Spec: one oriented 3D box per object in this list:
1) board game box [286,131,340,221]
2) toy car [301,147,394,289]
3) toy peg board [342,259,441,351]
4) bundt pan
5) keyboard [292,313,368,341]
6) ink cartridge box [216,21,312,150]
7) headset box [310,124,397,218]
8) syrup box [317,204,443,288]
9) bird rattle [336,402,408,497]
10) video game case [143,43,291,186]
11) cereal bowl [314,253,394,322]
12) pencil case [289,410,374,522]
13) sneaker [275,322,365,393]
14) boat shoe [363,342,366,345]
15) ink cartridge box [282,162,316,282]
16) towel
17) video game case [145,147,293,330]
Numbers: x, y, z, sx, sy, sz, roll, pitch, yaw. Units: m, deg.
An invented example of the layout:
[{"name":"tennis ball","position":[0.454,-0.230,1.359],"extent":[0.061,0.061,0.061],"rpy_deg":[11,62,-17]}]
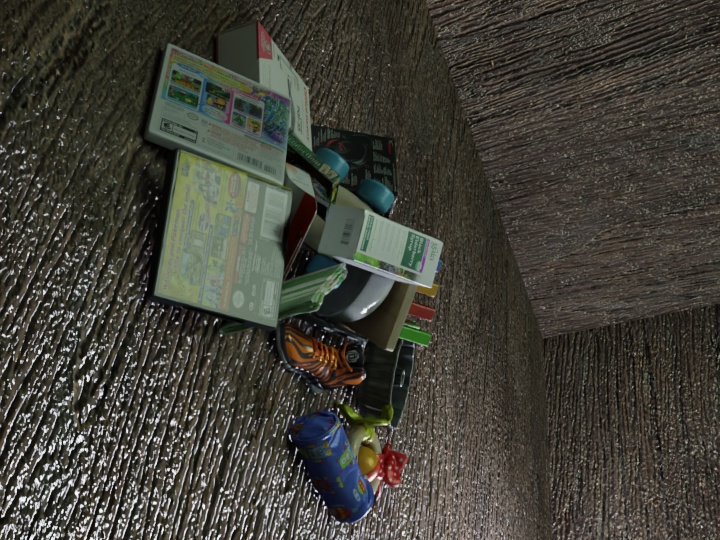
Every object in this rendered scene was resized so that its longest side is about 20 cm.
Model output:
[{"name":"board game box","position":[-0.113,-0.171,1.525],"extent":[0.200,0.023,0.105],"rpy_deg":[42,-26,16]},{"name":"toy car","position":[-0.064,-0.074,1.662],"extent":[0.184,0.177,0.200],"rpy_deg":[-57,-177,-11]},{"name":"toy peg board","position":[0.069,0.030,1.758],"extent":[0.098,0.200,0.199],"rpy_deg":[18,94,-31]},{"name":"bundt pan","position":[0.044,0.195,1.853],"extent":[0.202,0.076,0.202],"rpy_deg":[10,90,-78]},{"name":"keyboard","position":[-0.069,0.086,1.613],"extent":[0.021,0.127,0.200],"rpy_deg":[-66,160,-4]},{"name":"ink cartridge box","position":[-0.157,-0.288,1.636],"extent":[0.200,0.083,0.147],"rpy_deg":[46,35,-58]},{"name":"headset box","position":[-0.040,-0.178,1.774],"extent":[0.075,0.200,0.149],"rpy_deg":[112,-19,-49]},{"name":"syrup box","position":[0.035,-0.036,1.535],"extent":[0.200,0.081,0.079],"rpy_deg":[19,84,-46]},{"name":"bird rattle","position":[0.004,0.328,1.732],"extent":[0.163,0.113,0.200],"rpy_deg":[-55,143,-52]},{"name":"video game case","position":[-0.193,-0.214,1.384],"extent":[0.200,0.024,0.182],"rpy_deg":[21,47,-22]},{"name":"cereal bowl","position":[0.000,0.000,1.699],"extent":[0.083,0.200,0.200],"rpy_deg":[25,48,-32]},{"name":"pencil case","position":[-0.040,0.309,1.572],"extent":[0.087,0.078,0.200],"rpy_deg":[-47,128,-34]},{"name":"sneaker","position":[-0.055,0.131,1.598],"extent":[0.200,0.112,0.078],"rpy_deg":[50,32,-55]},{"name":"boat shoe","position":[0.023,0.086,1.950],"extent":[0.074,0.065,0.200],"rpy_deg":[-82,152,-50]},{"name":"ink cartridge box","position":[-0.119,-0.052,1.407],"extent":[0.162,0.050,0.200],"rpy_deg":[-63,-167,16]},{"name":"towel","position":[-0.105,0.041,1.443],"extent":[0.200,0.152,0.023],"rpy_deg":[-53,125,-71]},{"name":"video game case","position":[-0.178,-0.038,1.285],"extent":[0.181,0.025,0.200],"rpy_deg":[18,68,-33]}]
